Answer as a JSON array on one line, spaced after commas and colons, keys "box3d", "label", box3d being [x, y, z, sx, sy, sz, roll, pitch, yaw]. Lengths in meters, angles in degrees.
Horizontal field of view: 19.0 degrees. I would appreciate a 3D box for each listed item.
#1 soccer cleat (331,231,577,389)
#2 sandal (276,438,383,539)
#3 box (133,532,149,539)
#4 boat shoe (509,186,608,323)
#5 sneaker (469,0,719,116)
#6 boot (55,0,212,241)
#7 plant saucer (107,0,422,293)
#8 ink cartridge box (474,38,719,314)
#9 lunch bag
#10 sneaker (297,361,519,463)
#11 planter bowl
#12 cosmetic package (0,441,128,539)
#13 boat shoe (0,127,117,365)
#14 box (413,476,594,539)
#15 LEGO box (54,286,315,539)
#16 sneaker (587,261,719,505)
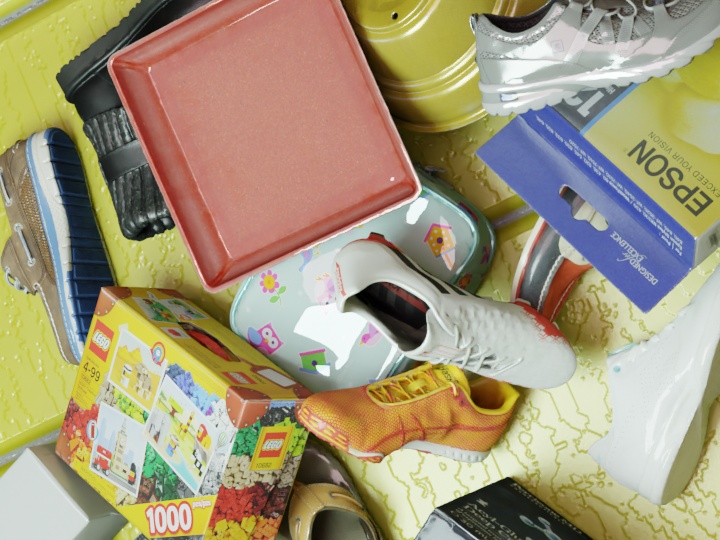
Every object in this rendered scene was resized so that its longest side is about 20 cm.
[{"box3d": [0.067, 0.043, 1.560, 0.200, 0.085, 0.069, 29, 119, -11], "label": "soccer cleat"}, {"box3d": [-0.024, 0.207, 1.672, 0.080, 0.054, 0.200, -29, 74, -12], "label": "sandal"}, {"box3d": [-0.107, 0.283, 1.726, 0.160, 0.044, 0.200, -44, 78, 15], "label": "box"}, {"box3d": [0.174, -0.039, 1.606, 0.062, 0.071, 0.200, 27, 95, 18], "label": "boat shoe"}, {"box3d": [0.170, -0.172, 1.506, 0.200, 0.075, 0.082, -18, 109, 10], "label": "sneaker"}, {"box3d": [-0.134, -0.134, 1.703, 0.211, 0.079, 0.158, -35, 73, 28], "label": "boot"}, {"box3d": [-0.068, -0.111, 1.617, 0.200, 0.037, 0.200, -25, 89, 25], "label": "plant saucer"}, {"box3d": [0.211, -0.101, 1.539, 0.200, 0.047, 0.198, -40, 58, -7], "label": "ink cartridge box"}, {"box3d": [0.000, 0.000, 1.663, 0.160, 0.077, 0.200, 36, 102, 17], "label": "lunch bag"}, {"box3d": [0.034, 0.098, 1.598, 0.073, 0.200, 0.077, 41, 117, 37], "label": "sneaker"}, {"box3d": [0.045, -0.210, 1.598, 0.200, 0.083, 0.201, -14, 68, 37], "label": "planter bowl"}, {"box3d": [-0.283, 0.236, 1.754, 0.085, 0.108, 0.200, 45, 103, 14], "label": "cosmetic package"}, {"box3d": [-0.252, -0.012, 1.761, 0.072, 0.072, 0.201, -18, 76, 24], "label": "boat shoe"}, {"box3d": [0.112, 0.244, 1.564, 0.148, 0.200, 0.107, 36, 101, 14], "label": "box"}, {"box3d": [-0.136, 0.121, 1.653, 0.200, 0.077, 0.149, 33, 112, 43], "label": "LEGO box"}, {"box3d": [0.227, 0.068, 1.592, 0.088, 0.075, 0.200, 28, 102, 28], "label": "sneaker"}]
